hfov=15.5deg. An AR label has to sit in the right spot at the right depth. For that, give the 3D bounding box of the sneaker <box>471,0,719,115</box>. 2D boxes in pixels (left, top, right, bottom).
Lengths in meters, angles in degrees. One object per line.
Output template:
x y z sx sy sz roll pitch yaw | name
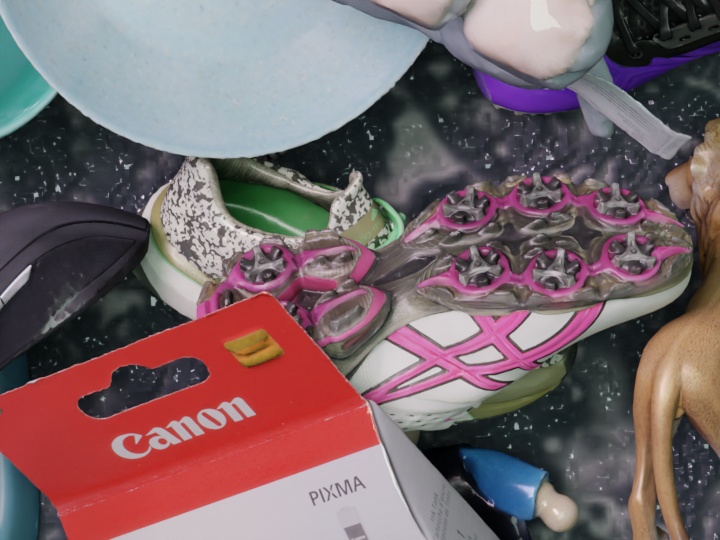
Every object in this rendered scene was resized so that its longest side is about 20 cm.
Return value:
0.140 -0.124 1.119 0.199 0.100 0.070 -21 89 0 | sneaker

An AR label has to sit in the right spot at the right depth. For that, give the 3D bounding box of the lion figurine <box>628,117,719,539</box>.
0.151 0.028 1.098 0.072 0.200 0.123 -1 122 19 | lion figurine

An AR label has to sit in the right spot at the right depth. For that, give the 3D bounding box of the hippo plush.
0.072 -0.154 1.001 0.199 0.159 0.162 25 91 -18 | hippo plush

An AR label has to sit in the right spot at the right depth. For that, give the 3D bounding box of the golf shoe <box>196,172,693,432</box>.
0.037 0.019 1.070 0.199 0.073 0.092 -12 135 4 | golf shoe

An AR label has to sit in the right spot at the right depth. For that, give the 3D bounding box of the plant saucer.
-0.058 -0.147 1.077 0.200 0.039 0.202 -1 95 -12 | plant saucer

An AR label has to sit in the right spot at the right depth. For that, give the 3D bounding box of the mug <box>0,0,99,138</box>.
-0.209 -0.112 1.088 0.185 0.114 0.152 -47 115 -25 | mug

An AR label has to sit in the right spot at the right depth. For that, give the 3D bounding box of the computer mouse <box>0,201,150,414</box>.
-0.161 0.028 1.054 0.200 0.140 0.046 -37 111 -16 | computer mouse

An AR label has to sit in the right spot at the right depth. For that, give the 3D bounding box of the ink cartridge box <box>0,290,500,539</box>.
-0.045 0.109 1.068 0.160 0.050 0.200 -21 130 27 | ink cartridge box

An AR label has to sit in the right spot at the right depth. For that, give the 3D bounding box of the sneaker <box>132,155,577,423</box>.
0.000 0.000 1.113 0.199 0.089 0.077 19 56 -2 | sneaker

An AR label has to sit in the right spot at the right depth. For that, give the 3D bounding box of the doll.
0.041 0.141 1.145 0.136 0.048 0.201 -27 90 17 | doll

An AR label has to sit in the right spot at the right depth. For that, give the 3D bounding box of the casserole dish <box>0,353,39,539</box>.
-0.205 0.059 1.148 0.120 0.039 0.201 -5 91 -1 | casserole dish

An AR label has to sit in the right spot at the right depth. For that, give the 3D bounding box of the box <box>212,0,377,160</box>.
0.003 -0.153 1.138 0.200 0.060 0.117 -37 91 0 | box
